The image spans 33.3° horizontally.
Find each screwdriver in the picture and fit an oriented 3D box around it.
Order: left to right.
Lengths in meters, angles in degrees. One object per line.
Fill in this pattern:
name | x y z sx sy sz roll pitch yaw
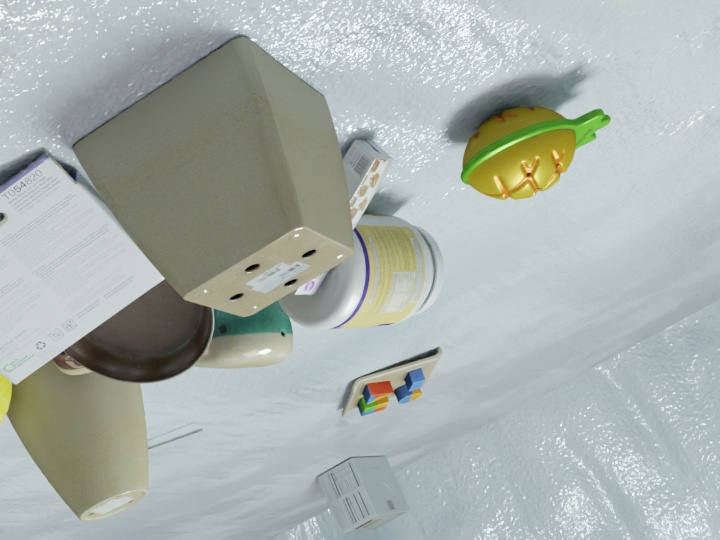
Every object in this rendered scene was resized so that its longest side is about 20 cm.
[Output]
screwdriver | -0.365 0.305 2.064 0.199 0.028 0.029 -20 -169 -20

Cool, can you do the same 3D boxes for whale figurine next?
whale figurine | -0.186 0.081 1.627 0.199 0.104 0.159 -8 172 31

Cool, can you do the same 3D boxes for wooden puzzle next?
wooden puzzle | 0.066 0.234 2.389 0.199 0.046 0.185 -20 160 -16

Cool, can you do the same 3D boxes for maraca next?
maraca | 0.212 -0.149 1.466 0.199 0.107 0.137 -18 168 -20

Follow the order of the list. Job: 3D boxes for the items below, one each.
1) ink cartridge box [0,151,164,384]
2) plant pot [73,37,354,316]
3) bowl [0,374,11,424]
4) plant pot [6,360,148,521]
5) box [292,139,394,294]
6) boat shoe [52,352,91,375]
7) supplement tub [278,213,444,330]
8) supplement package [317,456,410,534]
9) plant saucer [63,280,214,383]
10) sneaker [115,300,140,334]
ink cartridge box | -0.326 -0.005 1.183 0.199 0.041 0.200 -35 133 2
plant pot | -0.117 -0.070 1.155 0.199 0.178 0.200 -30 160 14
bowl | -0.506 0.185 1.445 0.200 0.108 0.200 -23 162 -8
plant pot | -0.354 0.216 1.575 0.187 0.200 0.187 -23 162 -8
box | -0.031 -0.060 1.402 0.039 0.041 0.200 -2 130 -51
boat shoe | -0.287 0.072 1.485 0.199 0.072 0.072 -16 161 -8
supplement tub | 0.000 0.000 1.534 0.145 0.146 0.200 -38 157 33
supplement package | 0.010 0.558 3.004 0.111 0.156 0.200 -32 161 20
plant saucer | -0.253 0.034 1.309 0.200 0.200 0.032 -35 -161 26
sneaker | -0.234 0.011 1.374 0.200 0.081 0.086 -38 159 34
